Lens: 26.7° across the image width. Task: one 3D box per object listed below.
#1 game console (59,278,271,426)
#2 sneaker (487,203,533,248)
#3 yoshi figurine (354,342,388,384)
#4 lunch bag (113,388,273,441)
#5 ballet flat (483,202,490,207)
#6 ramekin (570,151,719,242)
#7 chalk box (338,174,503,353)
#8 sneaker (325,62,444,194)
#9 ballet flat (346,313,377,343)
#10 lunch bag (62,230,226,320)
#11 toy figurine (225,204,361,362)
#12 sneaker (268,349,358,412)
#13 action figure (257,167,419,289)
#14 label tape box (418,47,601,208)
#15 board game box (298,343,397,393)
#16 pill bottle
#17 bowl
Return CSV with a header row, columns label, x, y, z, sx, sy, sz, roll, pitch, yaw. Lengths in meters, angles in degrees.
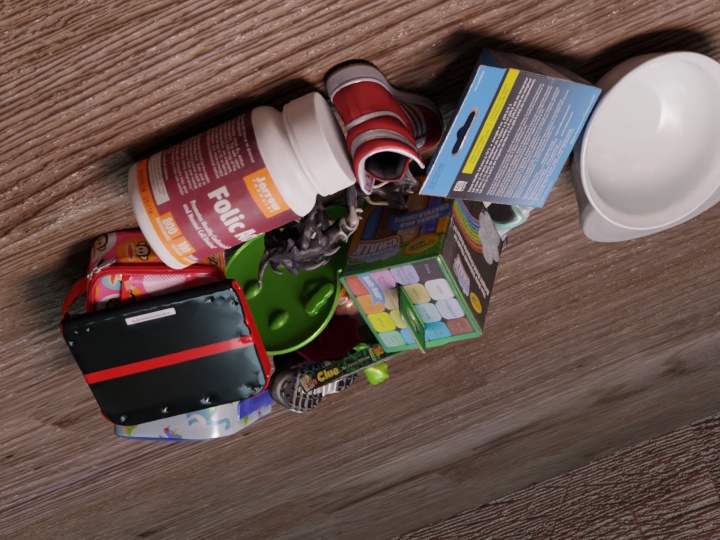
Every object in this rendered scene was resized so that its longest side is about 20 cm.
label,x,y,z,sx,sy,sz,roll,pitch,yaw
game console,-0.208,0.091,1.660,0.199,0.031,0.177,-14,131,3
sneaker,0.160,-0.068,1.836,0.200,0.078,0.140,-42,171,23
yoshi figurine,0.011,0.083,2.007,0.200,0.112,0.112,-24,121,40
lunch bag,-0.198,0.152,1.839,0.160,0.083,0.200,1,-173,16
ballet flat,0.097,-0.077,1.748,0.067,0.063,0.200,0,153,-47
ramekin,0.343,-0.120,1.806,0.202,0.095,0.202,-16,160,-6
chalk box,0.064,0.004,1.657,0.124,0.200,0.125,-11,127,27
sneaker,0.038,-0.124,1.507,0.071,0.113,0.200,-27,158,22
ballet flat,-0.021,0.054,1.911,0.199,0.071,0.065,-8,149,39
lunch bag,-0.240,0.042,1.678,0.175,0.082,0.200,0,136,-12
toy figurine,-0.046,0.032,1.791,0.200,0.150,0.184,-44,153,1
sneaker,-0.079,0.128,1.889,0.090,0.067,0.200,15,-167,22
action figure,-0.042,-0.064,1.617,0.200,0.102,0.119,-32,164,-10
label tape box,0.134,-0.144,1.525,0.200,0.063,0.145,4,118,-46
board game box,0.012,0.105,1.839,0.105,0.024,0.200,-28,174,23
pill bottle,-0.113,-0.089,1.466,0.199,0.115,0.114,-23,159,13
bowl,0.304,-0.153,1.640,0.200,0.090,0.202,-11,120,-20
